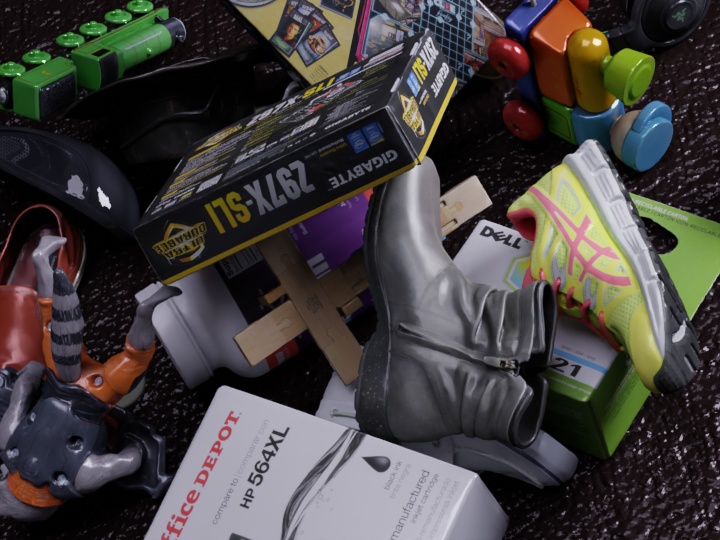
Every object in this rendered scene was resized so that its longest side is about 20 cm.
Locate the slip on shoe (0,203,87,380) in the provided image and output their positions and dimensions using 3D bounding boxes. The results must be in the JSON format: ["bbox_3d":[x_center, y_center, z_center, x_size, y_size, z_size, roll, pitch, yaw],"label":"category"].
[{"bbox_3d":[-0.251,0.038,1.630,0.073,0.061,0.201,2,57,17],"label":"slip on shoe"}]

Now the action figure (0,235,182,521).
[{"bbox_3d":[-0.220,0.079,1.517,0.198,0.105,0.195,19,102,16],"label":"action figure"}]

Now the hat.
[{"bbox_3d":[-0.126,-0.116,1.681,0.199,0.201,0.082,-20,91,4],"label":"hat"}]

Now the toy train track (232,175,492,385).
[{"bbox_3d":[0.000,0.000,1.499,0.199,0.033,0.115,-34,94,-12],"label":"toy train track"}]

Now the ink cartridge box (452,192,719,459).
[{"bbox_3d":[0.147,0.008,1.506,0.147,0.076,0.201,20,63,31],"label":"ink cartridge box"}]

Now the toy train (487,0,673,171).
[{"bbox_3d":[0.155,-0.156,1.554,0.115,0.201,0.085,32,68,31],"label":"toy train"}]

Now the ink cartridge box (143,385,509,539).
[{"bbox_3d":[-0.028,0.177,1.417,0.199,0.084,0.147,16,69,28],"label":"ink cartridge box"}]

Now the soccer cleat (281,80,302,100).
[{"bbox_3d":[-0.022,-0.130,1.667,0.068,0.085,0.201,4,55,22],"label":"soccer cleat"}]

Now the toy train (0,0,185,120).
[{"bbox_3d":[-0.208,-0.166,1.740,0.056,0.042,0.200,18,33,28],"label":"toy train"}]

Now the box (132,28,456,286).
[{"bbox_3d":[-0.041,-0.077,1.475,0.199,0.050,0.160,-25,15,20],"label":"box"}]

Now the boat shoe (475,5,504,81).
[{"bbox_3d":[0.018,-0.182,1.658,0.199,0.076,0.074,22,69,-12],"label":"boat shoe"}]

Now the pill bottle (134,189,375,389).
[{"bbox_3d":[-0.054,-0.001,1.559,0.199,0.113,0.113,-32,50,-6],"label":"pill bottle"}]

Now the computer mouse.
[{"bbox_3d":[-0.240,-0.084,1.687,0.199,0.139,0.053,28,79,24],"label":"computer mouse"}]

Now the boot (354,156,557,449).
[{"bbox_3d":[0.070,0.018,1.420,0.130,0.068,0.202,-6,73,32],"label":"boot"}]

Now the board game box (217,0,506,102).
[{"bbox_3d":[-0.006,-0.192,1.597,0.136,0.200,0.035,-46,11,-7],"label":"board game box"}]

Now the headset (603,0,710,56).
[{"bbox_3d":[0.234,-0.221,1.676,0.199,0.094,0.124,-18,52,25],"label":"headset"}]

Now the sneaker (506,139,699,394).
[{"bbox_3d":[0.151,0.010,1.414,0.090,0.078,0.201,-27,44,7],"label":"sneaker"}]

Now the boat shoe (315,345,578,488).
[{"bbox_3d":[0.054,0.114,1.470,0.199,0.074,0.067,21,77,42],"label":"boat shoe"}]
